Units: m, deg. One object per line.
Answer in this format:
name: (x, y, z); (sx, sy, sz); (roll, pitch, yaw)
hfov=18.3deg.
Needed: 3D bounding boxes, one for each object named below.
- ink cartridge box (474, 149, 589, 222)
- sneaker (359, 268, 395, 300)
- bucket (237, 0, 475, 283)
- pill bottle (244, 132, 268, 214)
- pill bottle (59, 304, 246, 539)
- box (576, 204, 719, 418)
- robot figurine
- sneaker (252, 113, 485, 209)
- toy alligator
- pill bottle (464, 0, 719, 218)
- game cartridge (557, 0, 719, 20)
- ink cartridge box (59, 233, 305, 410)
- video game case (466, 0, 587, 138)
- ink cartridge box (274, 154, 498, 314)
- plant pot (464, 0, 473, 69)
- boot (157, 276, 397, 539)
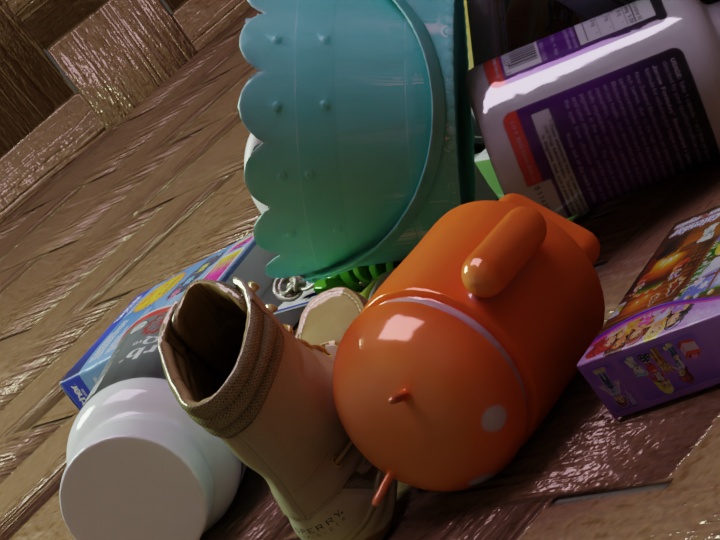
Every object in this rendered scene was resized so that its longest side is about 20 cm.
ink cartridge box: (0.147, -0.086, 1.544); (0.200, 0.059, 0.104); (-41, 14, -18)
sneaker: (-0.022, 0.080, 1.421); (0.200, 0.076, 0.105); (-39, -1, -44)
bucket: (0.002, -0.098, 1.447); (0.134, 0.209, 0.207); (-3, 19, 7)
pill bottle: (-0.032, -0.075, 1.800); (0.114, 0.115, 0.200); (-37, -4, -2)
pill bottle: (-0.127, 0.109, 1.467); (0.115, 0.116, 0.200); (-33, 14, 17)
box: (0.215, -0.004, 1.121); (0.199, 0.039, 0.137); (-24, 19, 44)
robot figurine: (0.059, 0.041, 1.214); (0.143, 0.117, 0.200); (-21, 19, 43)
sneaker: (0.016, -0.066, 1.634); (0.199, 0.087, 0.080); (-15, -14, 34)
toy alligator: (0.000, 0.000, 1.543); (0.199, 0.054, 0.060); (-2, 63, 40)
pill bottle: (0.175, -0.110, 1.406); (0.199, 0.112, 0.112); (-21, 15, 8)
game cartridge: (0.214, -0.190, 1.430); (0.133, 0.199, 0.041); (-30, 45, 44)
ink cartridge box: (-0.147, 0.059, 1.789); (0.199, 0.077, 0.137); (-29, 15, 38)
video game case: (0.127, -0.215, 1.528); (0.023, 0.201, 0.182); (16, 44, 30)
ink cartridge box: (0.028, -0.020, 1.680); (0.200, 0.039, 0.099); (-42, 14, -27)
plant pot: (0.116, -0.211, 1.708); (0.198, 0.143, 0.200); (-6, 13, 1)
boot: (-0.044, 0.048, 1.254); (0.072, 0.156, 0.201); (-26, 36, 24)
